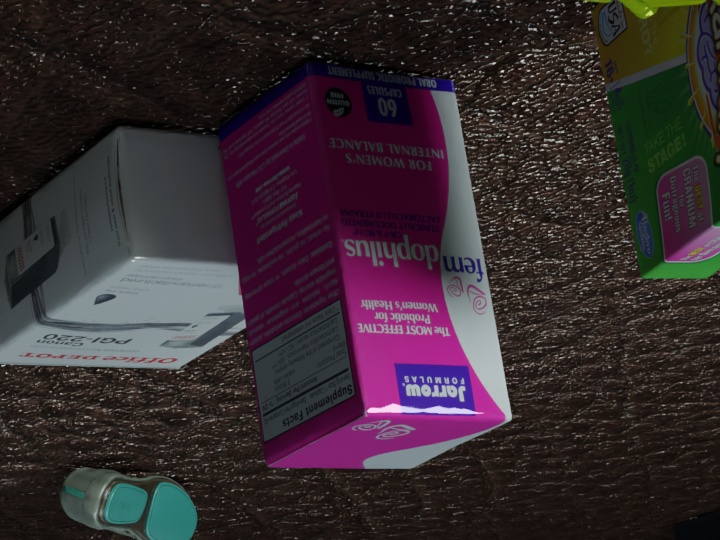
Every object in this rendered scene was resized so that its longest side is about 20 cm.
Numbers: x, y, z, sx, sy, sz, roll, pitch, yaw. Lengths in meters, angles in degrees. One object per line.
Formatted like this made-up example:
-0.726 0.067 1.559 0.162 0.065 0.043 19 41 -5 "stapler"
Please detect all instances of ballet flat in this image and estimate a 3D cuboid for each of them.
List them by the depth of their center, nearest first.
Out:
-0.220 0.218 2.023 0.063 0.068 0.200 14 172 24 "ballet flat"

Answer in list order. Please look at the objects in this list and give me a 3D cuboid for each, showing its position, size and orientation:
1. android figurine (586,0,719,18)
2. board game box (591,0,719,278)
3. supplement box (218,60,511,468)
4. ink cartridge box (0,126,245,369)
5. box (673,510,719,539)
0.103 -0.156 0.921 0.181 0.041 0.200 1 163 33 "android figurine"
0.183 -0.100 1.025 0.040 0.154 0.200 -1 160 -22 "board game box"
0.000 0.000 1.169 0.101 0.201 0.103 3 159 -35 "supplement box"
-0.127 -0.008 1.283 0.145 0.085 0.200 4 161 -34 "ink cartridge box"
0.518 0.389 2.760 0.199 0.149 0.107 5 159 -38 "box"
